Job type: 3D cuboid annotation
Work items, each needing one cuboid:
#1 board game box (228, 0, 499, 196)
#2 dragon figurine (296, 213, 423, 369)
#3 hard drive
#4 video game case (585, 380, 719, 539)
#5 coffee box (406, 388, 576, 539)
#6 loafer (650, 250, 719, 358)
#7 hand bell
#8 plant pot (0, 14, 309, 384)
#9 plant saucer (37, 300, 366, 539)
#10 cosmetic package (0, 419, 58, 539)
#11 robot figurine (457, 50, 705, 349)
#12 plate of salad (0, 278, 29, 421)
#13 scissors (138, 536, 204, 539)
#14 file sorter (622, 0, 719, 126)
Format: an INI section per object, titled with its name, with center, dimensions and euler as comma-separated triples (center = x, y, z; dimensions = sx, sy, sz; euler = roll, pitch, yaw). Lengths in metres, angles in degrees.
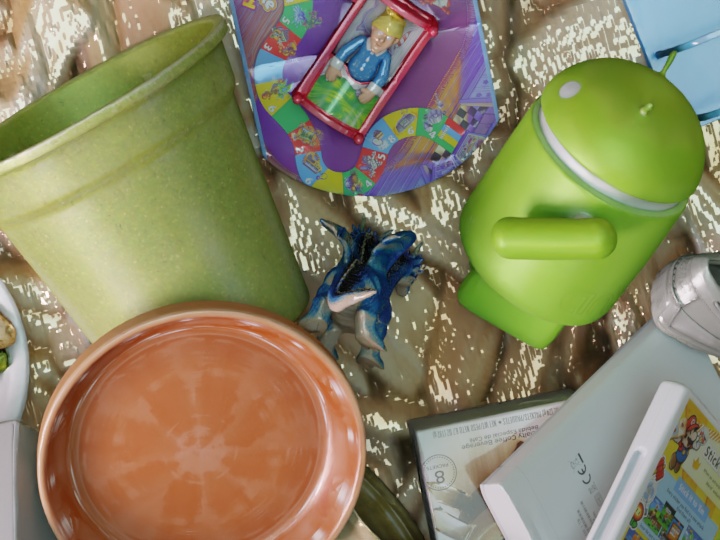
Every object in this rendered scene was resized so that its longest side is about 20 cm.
[board game box]
center = 0.001, -0.141, 1.578
dimensions = 0.157, 0.039, 0.201
euler = -11, 104, 3
[dragon figurine]
center = 0.000, 0.000, 1.527
dimensions = 0.059, 0.200, 0.100
euler = 11, 77, 9
[hard drive]
center = 0.168, 0.132, 1.556
dimensions = 0.200, 0.027, 0.132
euler = -40, 109, -35
[video game case]
center = 0.195, 0.191, 1.539
dimensions = 0.023, 0.200, 0.183
euler = 15, 71, 39
[coffee box]
center = 0.105, 0.187, 1.595
dimensions = 0.112, 0.080, 0.201
euler = -11, 92, -3
[loafer]
center = 0.281, 0.038, 1.581
dimensions = 0.199, 0.070, 0.070
euler = 17, 62, -22
[hand bell]
center = -0.061, 0.215, 1.599
dimensions = 0.200, 0.104, 0.104
euler = -41, 93, 12
[plant pot]
center = -0.129, -0.029, 1.537
dimensions = 0.200, 0.200, 0.185
euler = -29, 103, -1
[plant saucer]
center = -0.096, 0.110, 1.497
dimensions = 0.199, 0.032, 0.201
euler = -4, 113, -9
[cosmetic package]
center = -0.235, 0.200, 1.505
dimensions = 0.106, 0.090, 0.201
euler = -9, 67, 20
[robot figurine]
center = 0.138, -0.047, 1.549
dimensions = 0.115, 0.176, 0.200
euler = 31, 123, -3
[plate of salad]
center = -0.313, 0.064, 1.592
dimensions = 0.199, 0.048, 0.201
euler = 0, 93, -3
[scissors]
center = -0.156, 0.216, 1.534
dimensions = 0.200, 0.014, 0.073
euler = -34, 95, -10
[file sorter]
center = 0.235, -0.204, 1.566
dimensions = 0.138, 0.123, 0.201
euler = -22, 93, -1
